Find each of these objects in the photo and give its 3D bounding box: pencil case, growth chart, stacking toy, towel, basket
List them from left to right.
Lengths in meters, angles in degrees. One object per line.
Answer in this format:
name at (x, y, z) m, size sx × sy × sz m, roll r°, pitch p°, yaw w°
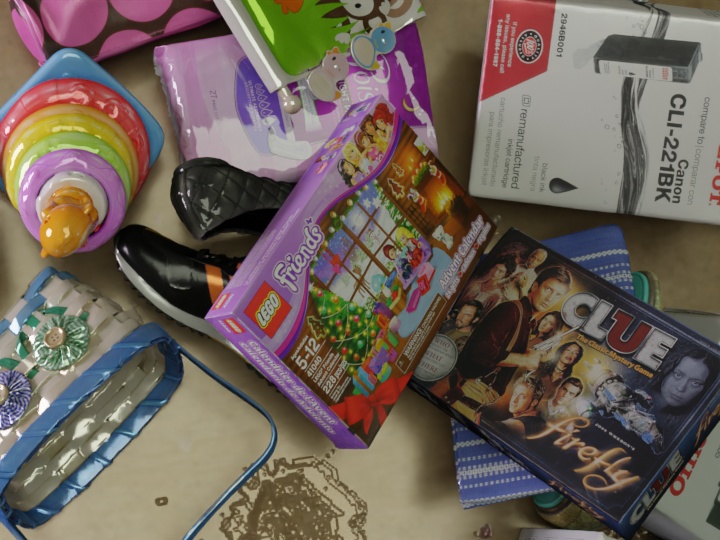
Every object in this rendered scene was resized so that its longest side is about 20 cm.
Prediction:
stacking toy at (-0.190, -0.055, 0.897) m, size 0.116 × 0.200 × 0.110 m, roll -43°, pitch 114°, yaw 8°
basket at (-0.179, 0.113, 0.910) m, size 0.199 × 0.139 × 0.177 m, roll 39°, pitch 76°, yaw 10°
pencil case at (-0.155, -0.204, 0.999) m, size 0.198 × 0.091 × 0.095 m, roll -22°, pitch 92°, yaw -9°
growth chart at (-0.019, -0.213, 0.972) m, size 0.200 × 0.018 × 0.145 m, roll -42°, pitch 94°, yaw -23°
towel at (0.129, 0.064, 0.960) m, size 0.143 × 0.024 × 0.202 m, roll -13°, pitch 55°, yaw 16°

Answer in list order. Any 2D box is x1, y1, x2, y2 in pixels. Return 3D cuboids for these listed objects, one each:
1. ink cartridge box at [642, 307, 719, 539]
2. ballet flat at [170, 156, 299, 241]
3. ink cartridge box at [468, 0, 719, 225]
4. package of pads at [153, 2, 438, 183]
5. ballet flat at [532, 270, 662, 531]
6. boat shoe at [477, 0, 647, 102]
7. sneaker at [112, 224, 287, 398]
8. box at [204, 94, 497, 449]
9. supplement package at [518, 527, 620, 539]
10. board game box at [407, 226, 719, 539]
ink cartridge box at (0.273, 0.139, 0.972) m, size 0.199 × 0.083 × 0.148 m, roll 34°, pitch 77°, yaw -22°
ballet flat at (-0.054, -0.033, 0.957) m, size 0.199 × 0.066 × 0.057 m, roll 10°, pitch 59°, yaw -45°
ink cartridge box at (0.184, -0.119, 0.981) m, size 0.197 × 0.084 × 0.146 m, roll 7°, pitch 106°, yaw 3°
package of pads at (-0.046, -0.118, 1.004) m, size 0.198 × 0.076 × 0.122 m, roll -11°, pitch 84°, yaw -10°
ballet flat at (0.189, 0.100, 1.012) m, size 0.070 × 0.071 × 0.202 m, roll 24°, pitch 77°, yaw -4°
boat shoe at (0.164, -0.189, 1.049) m, size 0.070 × 0.072 × 0.201 m, roll 40°, pitch 78°, yaw -1°
sneaker at (-0.077, 0.011, 0.965) m, size 0.199 × 0.070 × 0.090 m, roll 35°, pitch 104°, yaw -7°
box at (0.000, 0.000, 0.923) m, size 0.137 × 0.039 × 0.201 m, roll 45°, pitch 60°, yaw -23°
supplement package at (0.198, 0.271, 0.908) m, size 0.189 × 0.200 × 0.149 m, roll 19°, pitch 78°, yaw -4°
board game box at (0.139, 0.070, 0.916) m, size 0.199 × 0.035 × 0.136 m, roll 32°, pitch 75°, yaw 35°
